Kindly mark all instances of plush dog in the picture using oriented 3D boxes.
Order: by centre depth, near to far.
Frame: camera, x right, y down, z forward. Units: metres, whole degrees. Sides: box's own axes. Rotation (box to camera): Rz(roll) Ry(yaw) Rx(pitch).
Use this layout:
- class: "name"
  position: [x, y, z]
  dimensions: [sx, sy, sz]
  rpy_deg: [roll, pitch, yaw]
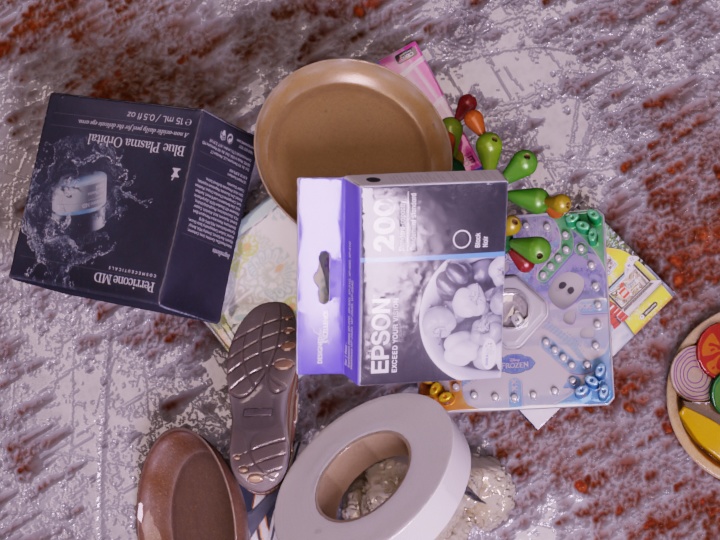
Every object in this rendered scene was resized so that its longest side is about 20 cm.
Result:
- class: "plush dog"
  position: [0.042, 0.266, 1.508]
  dimensions: [0.198, 0.161, 0.173]
  rpy_deg: [17, 109, 6]

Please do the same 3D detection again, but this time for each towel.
- class: "towel"
  position: [-0.074, 0.013, 1.585]
  dimensions: [0.200, 0.048, 0.172]
  rpy_deg: [-39, 85, 0]

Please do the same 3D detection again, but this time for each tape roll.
- class: "tape roll"
  position: [0.009, 0.203, 1.414]
  dimensions: [0.202, 0.203, 0.037]
  rpy_deg: [-38, 121, 0]

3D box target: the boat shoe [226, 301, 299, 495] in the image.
- class: "boat shoe"
  position: [-0.097, 0.130, 1.518]
  dimensions: [0.075, 0.072, 0.202]
  rpy_deg: [3, 66, 8]

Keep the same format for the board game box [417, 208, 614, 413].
- class: "board game box"
  position: [0.152, 0.040, 1.527]
  dimensions: [0.198, 0.026, 0.202]
  rpy_deg: [-4, 76, 12]

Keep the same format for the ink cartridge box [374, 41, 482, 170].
- class: "ink cartridge box"
  position: [0.063, -0.133, 1.594]
  dimensions: [0.094, 0.037, 0.201]
  rpy_deg: [-28, 84, 2]

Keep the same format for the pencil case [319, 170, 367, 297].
- class: "pencil case"
  position: [0.000, 0.000, 1.513]
  dimensions: [0.082, 0.091, 0.202]
  rpy_deg: [-14, 85, 2]

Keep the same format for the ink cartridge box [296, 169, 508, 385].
- class: "ink cartridge box"
  position: [0.039, 0.008, 1.424]
  dimensions: [0.198, 0.043, 0.200]
  rpy_deg: [-3, 107, -9]

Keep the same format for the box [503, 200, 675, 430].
- class: "box"
  position: [0.207, 0.047, 1.557]
  dimensions: [0.200, 0.038, 0.137]
  rpy_deg: [-44, 80, -1]

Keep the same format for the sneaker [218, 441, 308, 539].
- class: "sneaker"
  position: [-0.112, 0.267, 1.545]
  dimensions: [0.079, 0.078, 0.202]
  rpy_deg: [14, 75, 2]

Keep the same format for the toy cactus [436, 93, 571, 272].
- class: "toy cactus"
  position: [0.114, -0.064, 1.514]
  dimensions: [0.165, 0.102, 0.201]
  rpy_deg: [-42, 68, 16]

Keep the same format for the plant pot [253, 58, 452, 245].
- class: "plant pot"
  position: [-0.008, -0.113, 1.476]
  dimensions: [0.198, 0.028, 0.202]
  rpy_deg: [5, 67, -12]

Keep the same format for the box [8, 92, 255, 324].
- class: "box"
  position: [-0.231, -0.065, 1.542]
  dimensions: [0.195, 0.117, 0.202]
  rpy_deg: [9, 84, 27]

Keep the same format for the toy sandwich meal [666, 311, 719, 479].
- class: "toy sandwich meal"
  position: [0.408, 0.130, 1.514]
  dimensions: [0.203, 0.070, 0.207]
  rpy_deg: [-1, 84, 5]

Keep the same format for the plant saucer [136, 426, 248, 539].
- class: "plant saucer"
  position: [-0.165, 0.258, 1.520]
  dimensions: [0.036, 0.200, 0.202]
  rpy_deg: [1, 82, -36]
